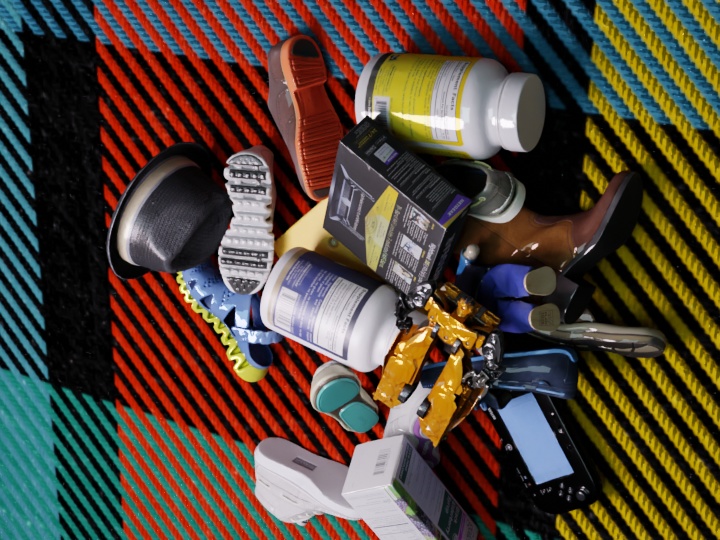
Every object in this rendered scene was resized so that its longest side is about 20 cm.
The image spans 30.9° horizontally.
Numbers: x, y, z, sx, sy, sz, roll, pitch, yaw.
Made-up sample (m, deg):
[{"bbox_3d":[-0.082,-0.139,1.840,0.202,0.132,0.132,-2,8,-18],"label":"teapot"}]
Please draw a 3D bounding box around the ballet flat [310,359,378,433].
[{"bbox_3d":[-0.029,0.152,1.654,0.068,0.200,0.070,-5,65,12],"label":"ballet flat"}]

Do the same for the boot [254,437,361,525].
[{"bbox_3d":[-0.064,0.311,1.792,0.199,0.073,0.097,26,125,31],"label":"boot"}]

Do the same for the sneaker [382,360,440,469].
[{"bbox_3d":[0.070,0.195,1.670,0.201,0.074,0.101,116,150,-45],"label":"sneaker"}]

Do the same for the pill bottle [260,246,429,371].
[{"bbox_3d":[-0.014,0.057,1.603,0.198,0.111,0.112,24,118,20],"label":"pill bottle"}]

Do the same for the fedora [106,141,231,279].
[{"bbox_3d":[-0.232,-0.062,1.673,0.091,0.200,0.203,27,119,22],"label":"fedora"}]

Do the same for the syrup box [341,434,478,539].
[{"bbox_3d":[0.066,0.305,1.645,0.081,0.079,0.201,-16,126,32],"label":"syrup box"}]

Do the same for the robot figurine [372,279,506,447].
[{"bbox_3d":[0.090,0.098,1.466,0.144,0.058,0.201,36,130,14],"label":"robot figurine"}]

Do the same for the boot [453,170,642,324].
[{"bbox_3d":[0.207,-0.065,1.493,0.199,0.068,0.190,36,110,35],"label":"boot"}]

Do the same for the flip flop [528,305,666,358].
[{"bbox_3d":[0.256,0.058,1.499,0.198,0.081,0.058,6,77,31],"label":"flip flop"}]

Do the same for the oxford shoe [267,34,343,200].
[{"bbox_3d":[-0.072,-0.186,1.619,0.072,0.071,0.203,-2,98,51],"label":"oxford shoe"}]

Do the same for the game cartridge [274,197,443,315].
[{"bbox_3d":[0.000,0.000,1.659,0.176,0.032,0.201,-37,88,35],"label":"game cartridge"}]

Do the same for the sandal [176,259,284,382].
[{"bbox_3d":[-0.168,0.047,1.756,0.087,0.079,0.201,-35,96,32],"label":"sandal"}]

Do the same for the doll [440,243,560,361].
[{"bbox_3d":[0.146,0.038,1.479,0.199,0.048,0.139,1,100,60],"label":"doll"}]

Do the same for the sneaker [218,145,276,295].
[{"bbox_3d":[-0.138,-0.066,1.690,0.074,0.081,0.203,11,113,6],"label":"sneaker"}]

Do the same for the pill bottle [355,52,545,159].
[{"bbox_3d":[0.103,-0.186,1.476,0.198,0.112,0.114,9,112,29],"label":"pill bottle"}]

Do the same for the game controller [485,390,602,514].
[{"bbox_3d":[0.216,0.201,1.588,0.104,0.042,0.202,-27,91,35],"label":"game controller"}]

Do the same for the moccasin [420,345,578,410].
[{"bbox_3d":[0.157,0.131,1.524,0.198,0.080,0.069,-8,88,34],"label":"moccasin"}]

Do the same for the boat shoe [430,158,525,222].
[{"bbox_3d":[0.099,-0.095,1.509,0.200,0.060,0.073,6,73,48],"label":"boat shoe"}]

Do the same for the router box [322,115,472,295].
[{"bbox_3d":[0.038,-0.064,1.505,0.157,0.052,0.201,40,155,12],"label":"router box"}]
